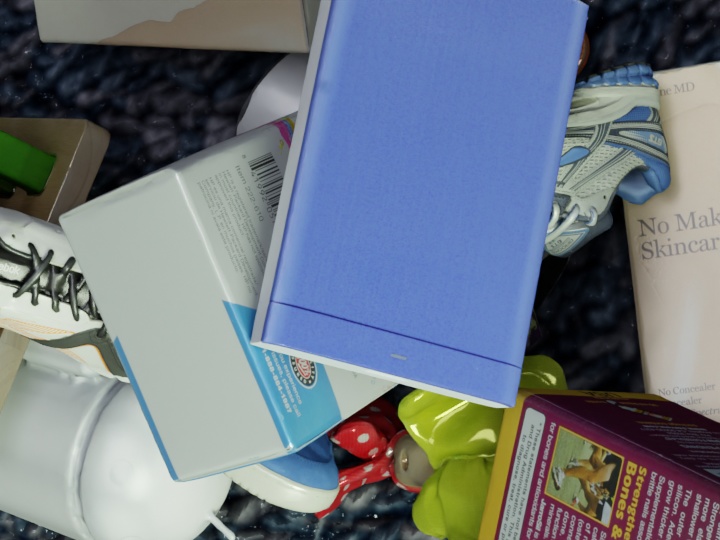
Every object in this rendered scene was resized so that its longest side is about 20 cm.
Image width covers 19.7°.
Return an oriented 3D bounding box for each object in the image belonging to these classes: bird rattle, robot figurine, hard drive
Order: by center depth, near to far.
[{"bbox_3d":[0.031,-0.048,0.976,0.132,0.025,0.201,16,79,-23],"label":"hard drive"},{"bbox_3d":[0.064,0.112,1.140,0.163,0.200,0.113,7,76,-22],"label":"bird rattle"},{"bbox_3d":[-0.155,0.098,1.206,0.200,0.170,0.113,16,49,33],"label":"robot figurine"}]

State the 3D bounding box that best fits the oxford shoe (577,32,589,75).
[{"bbox_3d":[0.045,-0.172,1.220,0.200,0.073,0.071,35,92,17],"label":"oxford shoe"}]

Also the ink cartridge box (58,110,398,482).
[{"bbox_3d":[-0.036,0.000,1.046,0.085,0.200,0.145,-20,95,37],"label":"ink cartridge box"}]

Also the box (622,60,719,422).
[{"bbox_3d":[0.198,-0.010,1.151,0.095,0.078,0.201,-10,80,16],"label":"box"}]

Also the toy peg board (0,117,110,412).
[{"bbox_3d":[-0.262,-0.011,1.208,0.200,0.098,0.200,7,74,58],"label":"toy peg board"}]

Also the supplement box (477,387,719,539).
[{"bbox_3d":[0.151,0.143,0.964,0.200,0.103,0.131,26,107,54],"label":"supplement box"}]

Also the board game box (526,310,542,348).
[{"bbox_3d":[0.000,0.000,1.171,0.200,0.032,0.120,-10,106,40],"label":"board game box"}]

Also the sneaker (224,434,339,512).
[{"bbox_3d":[-0.058,0.031,1.133,0.111,0.077,0.200,-54,53,20],"label":"sneaker"}]

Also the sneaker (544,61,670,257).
[{"bbox_3d":[0.090,-0.046,1.065,0.077,0.200,0.085,-20,90,56],"label":"sneaker"}]

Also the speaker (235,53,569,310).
[{"bbox_3d":[0.024,-0.043,1.205,0.200,0.081,0.081,40,94,17],"label":"speaker"}]

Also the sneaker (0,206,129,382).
[{"bbox_3d":[-0.157,0.011,1.079,0.199,0.080,0.074,14,86,4],"label":"sneaker"}]

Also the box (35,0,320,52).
[{"bbox_3d":[-0.089,-0.176,1.205,0.200,0.095,0.078,7,111,35],"label":"box"}]
